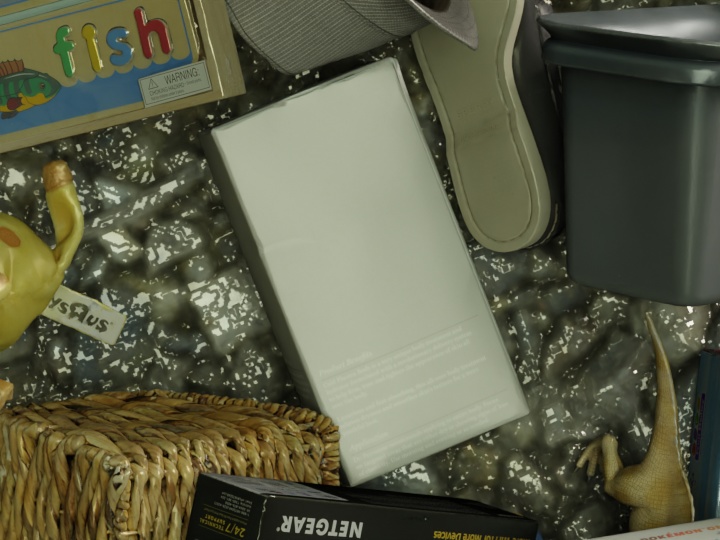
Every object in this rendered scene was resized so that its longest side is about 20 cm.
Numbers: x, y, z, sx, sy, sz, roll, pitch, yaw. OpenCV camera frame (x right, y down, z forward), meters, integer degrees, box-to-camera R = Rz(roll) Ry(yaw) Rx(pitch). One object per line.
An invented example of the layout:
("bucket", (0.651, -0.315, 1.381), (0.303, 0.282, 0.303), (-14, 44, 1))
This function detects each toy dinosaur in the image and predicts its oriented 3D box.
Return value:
("toy dinosaur", (0.154, 0.116, 1.549), (0.058, 0.101, 0.201), (1, 96, -15))

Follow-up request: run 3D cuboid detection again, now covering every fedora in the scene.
("fedora", (-0.029, -0.162, 1.486), (0.090, 0.200, 0.177), (-39, 132, 18))

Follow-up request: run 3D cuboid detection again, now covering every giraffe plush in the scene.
("giraffe plush", (-0.222, 0.027, 1.430), (0.199, 0.162, 0.173), (9, 109, 2))

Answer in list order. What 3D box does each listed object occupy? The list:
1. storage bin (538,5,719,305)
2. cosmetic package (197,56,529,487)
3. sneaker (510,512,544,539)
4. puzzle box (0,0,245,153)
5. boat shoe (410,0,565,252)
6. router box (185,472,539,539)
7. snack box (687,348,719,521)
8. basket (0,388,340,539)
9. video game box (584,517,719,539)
("storage bin", (0.178, -0.062, 1.516), (0.200, 0.145, 0.135), (-7, 105, -46))
("cosmetic package", (0.000, 0.000, 1.534), (0.107, 0.090, 0.201), (-20, 92, -8))
("sneaker", (0.078, 0.230, 1.556), (0.088, 0.075, 0.201), (-13, 93, -8))
("puzzle box", (-0.160, -0.130, 1.477), (0.200, 0.025, 0.133), (-12, 93, 27))
("boat shoe", (0.076, -0.110, 1.567), (0.063, 0.073, 0.201), (-6, 86, -52))
("router box", (-0.009, 0.187, 1.468), (0.200, 0.052, 0.158), (9, 94, -45))
("snack box", (0.275, 0.135, 1.590), (0.199, 0.068, 0.169), (7, 90, -9))
("basket", (-0.110, 0.162, 1.502), (0.149, 0.143, 0.201), (-9, 105, -42))
("video game box", (0.157, 0.225, 1.506), (0.182, 0.047, 0.201), (-7, 111, -16))
